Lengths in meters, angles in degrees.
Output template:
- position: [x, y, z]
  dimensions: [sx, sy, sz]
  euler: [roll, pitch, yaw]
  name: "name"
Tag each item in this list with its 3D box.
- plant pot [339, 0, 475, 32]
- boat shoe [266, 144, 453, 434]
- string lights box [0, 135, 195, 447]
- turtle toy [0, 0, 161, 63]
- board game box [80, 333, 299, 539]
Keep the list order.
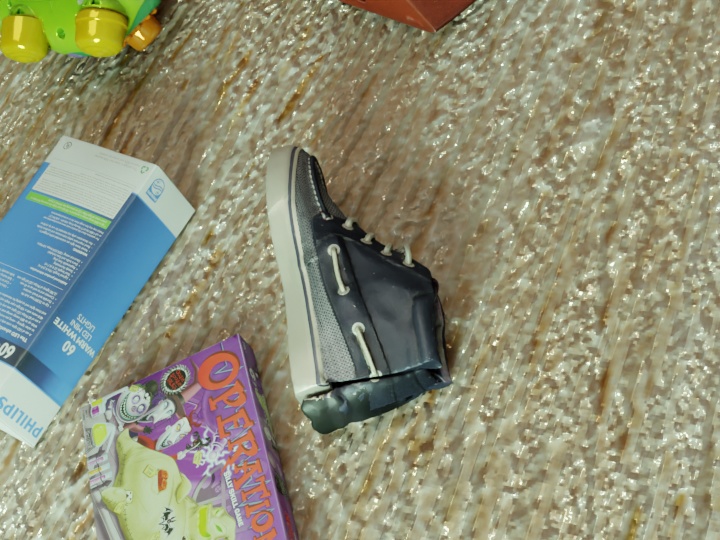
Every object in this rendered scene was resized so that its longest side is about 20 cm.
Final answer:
- position: [0.019, -0.286, 0.939]
  dimensions: [0.200, 0.200, 0.177]
  euler: [27, 86, 37]
  name: "plant pot"
- position: [0.000, 0.000, 0.827]
  dimensions: [0.092, 0.075, 0.201]
  euler: [-15, 60, 9]
  name: "boat shoe"
- position: [-0.216, 0.010, 0.928]
  dimensions: [0.103, 0.059, 0.200]
  euler: [19, 69, 35]
  name: "string lights box"
- position: [-0.229, -0.228, 1.067]
  dimensions: [0.199, 0.101, 0.146]
  euler: [0, 82, 29]
  name: "turtle toy"
- position: [-0.101, 0.144, 0.802]
  dimensions: [0.120, 0.032, 0.200]
  euler: [-23, 51, 6]
  name: "board game box"
